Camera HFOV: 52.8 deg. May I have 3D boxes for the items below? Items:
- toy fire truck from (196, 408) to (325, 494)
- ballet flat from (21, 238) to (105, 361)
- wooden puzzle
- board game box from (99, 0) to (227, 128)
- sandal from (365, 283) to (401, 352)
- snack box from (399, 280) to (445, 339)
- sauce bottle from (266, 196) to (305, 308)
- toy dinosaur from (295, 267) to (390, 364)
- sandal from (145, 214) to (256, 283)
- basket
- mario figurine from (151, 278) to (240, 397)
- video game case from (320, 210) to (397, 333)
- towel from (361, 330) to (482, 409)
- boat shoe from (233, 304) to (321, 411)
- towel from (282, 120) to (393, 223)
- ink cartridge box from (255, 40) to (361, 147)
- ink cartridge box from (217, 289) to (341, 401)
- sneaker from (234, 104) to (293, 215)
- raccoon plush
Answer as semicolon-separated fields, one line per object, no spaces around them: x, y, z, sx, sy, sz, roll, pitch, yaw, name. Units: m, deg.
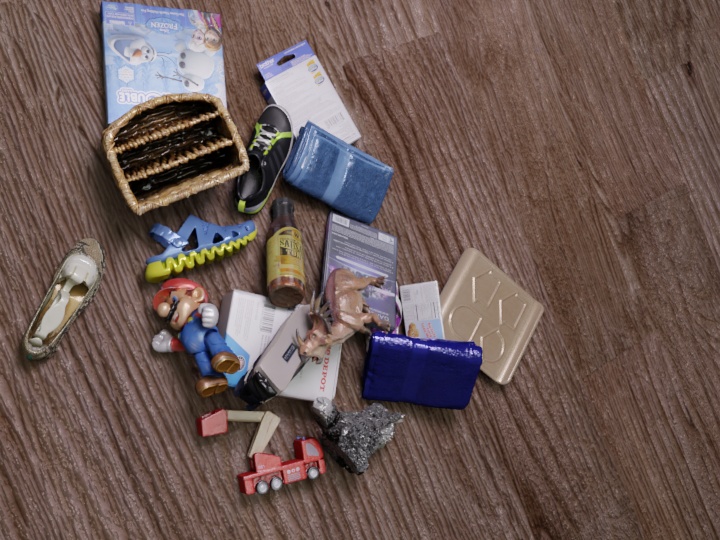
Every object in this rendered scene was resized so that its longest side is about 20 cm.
-0.158;0.283;1.178;0.195;0.049;0.145;-9;85;-25;toy fire truck
-0.436;0.040;1.076;0.067;0.075;0.204;29;71;-16;ballet flat
0.236;0.088;1.392;0.198;0.046;0.188;36;69;-10;wooden puzzle
-0.324;-0.332;1.203;0.195;0.043;0.206;-3;84;-25;board game box
0.043;0.069;1.301;0.080;0.050;0.209;-4;82;-26;sandal
0.119;0.125;1.317;0.070;0.024;0.206;-8;89;5;snack box
-0.126;-0.036;1.195;0.064;0.066;0.204;9;50;-22;sauce bottle
-0.031;0.049;1.136;0.132;0.086;0.203;19;42;-19;toy dinosaur
-0.261;-0.051;1.172;0.196;0.079;0.089;-19;86;-27;sandal
-0.288;-0.192;1.111;0.196;0.148;0.146;-23;110;-17;basket
-0.266;0.092;1.100;0.122;0.107;0.201;-34;56;-7;mario figurine
0.000;0.000;1.267;0.140;0.019;0.204;20;51;-21;video game case
0.103;0.170;1.254;0.194;0.151;0.050;8;38;-4;towel
-0.123;0.132;1.119;0.075;0.092;0.200;49;38;-5;boat shoe
-0.036;-0.168;1.277;0.197;0.048;0.114;25;85;-32;towel
-0.096;-0.296;1.302;0.118;0.042;0.203;-33;98;-24;ink cartridge box
-0.137;0.129;1.191;0.195;0.085;0.151;15;76;-23;ink cartridge box
-0.161;-0.189;1.217;0.070;0.083;0.206;14;80;1;sneaker
0.005;0.244;1.197;0.096;0.203;0.134;31;61;28;raccoon plush
